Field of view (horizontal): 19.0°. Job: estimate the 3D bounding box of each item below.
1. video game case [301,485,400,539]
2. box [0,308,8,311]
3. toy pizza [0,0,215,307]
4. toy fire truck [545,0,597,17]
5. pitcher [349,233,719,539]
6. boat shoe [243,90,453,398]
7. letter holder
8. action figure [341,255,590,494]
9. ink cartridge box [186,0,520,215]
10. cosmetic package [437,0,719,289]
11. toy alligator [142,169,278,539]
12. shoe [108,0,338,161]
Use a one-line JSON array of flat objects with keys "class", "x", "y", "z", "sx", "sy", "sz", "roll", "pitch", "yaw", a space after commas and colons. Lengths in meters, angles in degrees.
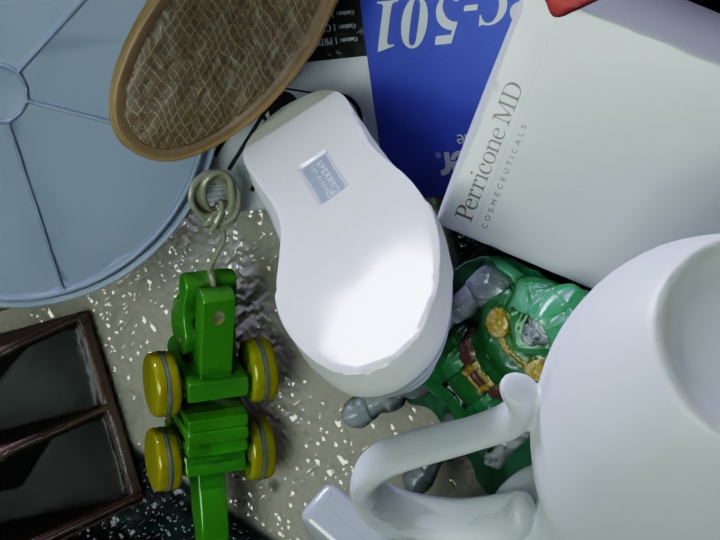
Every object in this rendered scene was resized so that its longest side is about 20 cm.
[{"class": "video game case", "x": 0.060, "y": 0.181, "z": 0.920, "sx": 0.200, "sy": 0.182, "sz": 0.024, "roll": 39, "pitch": 77, "yaw": 15}, {"class": "box", "x": -0.201, "y": -0.085, "z": 1.041, "sx": 0.094, "sy": 0.078, "sz": 0.202, "roll": 11, "pitch": 106, "yaw": 24}, {"class": "toy pizza", "x": -0.160, "y": -0.083, "z": 0.969, "sx": 0.198, "sy": 0.032, "sz": 0.202, "roll": 1, "pitch": 105, "yaw": 2}, {"class": "toy fire truck", "x": 0.160, "y": -0.156, "z": 0.787, "sx": 0.199, "sy": 0.141, "sz": 0.049, "roll": -24, "pitch": 90, "yaw": 18}, {"class": "pitcher", "x": 0.091, "y": 0.066, "z": 0.782, "sx": 0.170, "sy": 0.122, "sz": 0.200, "roll": 8, "pitch": 151, "yaw": -7}, {"class": "boat shoe", "x": 0.000, "y": 0.000, "z": 0.855, "sx": 0.072, "sy": 0.200, "sz": 0.069, "roll": -35, "pitch": 122, "yaw": 0}, {"class": "letter holder", "x": -0.235, "y": 0.103, "z": 1.063, "sx": 0.199, "sy": 0.142, "sz": 0.101, "roll": -15, "pitch": 94, "yaw": 29}, {"class": "action figure", "x": 0.049, "y": 0.042, "z": 0.896, "sx": 0.118, "sy": 0.055, "sz": 0.200, "roll": 45, "pitch": 154, "yaw": 1}, {"class": "ink cartridge box", "x": 0.006, "y": -0.080, "z": 0.954, "sx": 0.198, "sy": 0.044, "sz": 0.095, "roll": -3, "pitch": 101, "yaw": 28}, {"class": "cosmetic package", "x": 0.142, "y": -0.037, "z": 0.844, "sx": 0.198, "sy": 0.085, "sz": 0.108, "roll": 21, "pitch": 112, "yaw": 3}, {"class": "toy alligator", "x": -0.074, "y": 0.038, "z": 1.011, "sx": 0.054, "sy": 0.059, "sz": 0.202, "roll": -132, "pitch": 39, "yaw": -59}, {"class": "shoe", "x": -0.037, "y": -0.131, "z": 0.922, "sx": 0.070, "sy": 0.053, "sz": 0.201, "roll": 37, "pitch": 91, "yaw": -9}]
